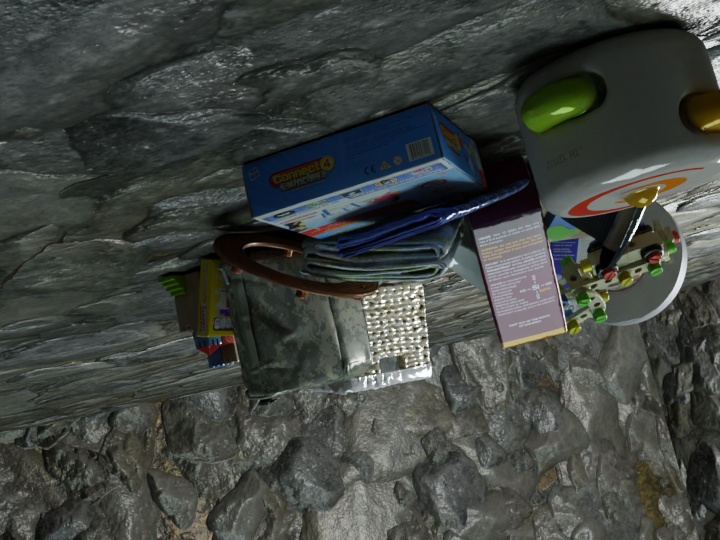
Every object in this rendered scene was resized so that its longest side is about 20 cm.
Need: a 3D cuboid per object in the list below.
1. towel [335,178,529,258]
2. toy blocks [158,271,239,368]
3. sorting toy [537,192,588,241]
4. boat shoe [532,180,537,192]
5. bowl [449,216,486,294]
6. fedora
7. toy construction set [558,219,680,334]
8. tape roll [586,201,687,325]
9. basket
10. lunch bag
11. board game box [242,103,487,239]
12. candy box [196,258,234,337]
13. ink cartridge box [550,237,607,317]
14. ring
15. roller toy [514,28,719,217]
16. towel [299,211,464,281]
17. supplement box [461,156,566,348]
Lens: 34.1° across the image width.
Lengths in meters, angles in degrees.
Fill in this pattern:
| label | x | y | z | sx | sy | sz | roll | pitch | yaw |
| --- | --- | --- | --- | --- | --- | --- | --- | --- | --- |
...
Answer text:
| label | x | y | z | sx | sy | sz | roll | pitch | yaw |
| --- | --- | --- | --- | --- | --- | --- | --- | --- | --- |
| towel | 0.078 | -0.061 | 1.252 | 0.144 | 0.024 | 0.200 | -18 | -176 | 36 |
| toy blocks | -0.184 | 0.073 | 1.633 | 0.100 | 0.137 | 0.200 | -15 | 171 | 33 |
| sorting toy | 0.301 | -0.094 | 1.486 | 0.199 | 0.037 | 0.185 | -12 | 147 | -24 |
| boat shoe | 0.283 | -0.106 | 1.558 | 0.200 | 0.063 | 0.073 | -17 | 148 | -20 |
| bowl | 0.190 | -0.028 | 1.616 | 0.091 | 0.201 | 0.201 | -54 | 175 | -8 |
| fedora | 0.279 | -0.103 | 1.335 | 0.091 | 0.201 | 0.201 | 19 | 173 | 6 |
| toy construction set | 0.348 | -0.001 | 1.568 | 0.200 | 0.092 | 0.131 | -32 | 145 | -5 |
| tape roll | 0.379 | -0.019 | 1.741 | 0.199 | 0.201 | 0.066 | -17 | 169 | 19 |
| basket | -0.018 | 0.105 | 1.891 | 0.198 | 0.162 | 0.199 | -5 | -176 | -44 |
| lunch bag | -0.095 | 0.060 | 1.516 | 0.139 | 0.201 | 0.167 | -8 | -177 | 37 |
| board game box | 0.010 | -0.094 | 1.194 | 0.199 | 0.056 | 0.196 | -16 | 171 | 16 |
| candy box | -0.148 | 0.035 | 1.594 | 0.026 | 0.103 | 0.200 | 2 | -179 | 33 |
| ink cartridge box | 0.306 | -0.029 | 1.658 | 0.094 | 0.201 | 0.037 | 1 | -156 | -5 |
| ring | -0.076 | -0.002 | 1.370 | 0.199 | 0.019 | 0.200 | 16 | -166 | -4 |
| roller toy | 0.246 | -0.127 | 1.085 | 0.199 | 0.140 | 0.182 | -14 | 171 | 0 |
| towel | 0.029 | -0.030 | 1.374 | 0.170 | 0.048 | 0.200 | 1 | -165 | 10 |
| supplement box | 0.183 | -0.020 | 1.414 | 0.085 | 0.111 | 0.201 | -15 | 130 | 5 |
